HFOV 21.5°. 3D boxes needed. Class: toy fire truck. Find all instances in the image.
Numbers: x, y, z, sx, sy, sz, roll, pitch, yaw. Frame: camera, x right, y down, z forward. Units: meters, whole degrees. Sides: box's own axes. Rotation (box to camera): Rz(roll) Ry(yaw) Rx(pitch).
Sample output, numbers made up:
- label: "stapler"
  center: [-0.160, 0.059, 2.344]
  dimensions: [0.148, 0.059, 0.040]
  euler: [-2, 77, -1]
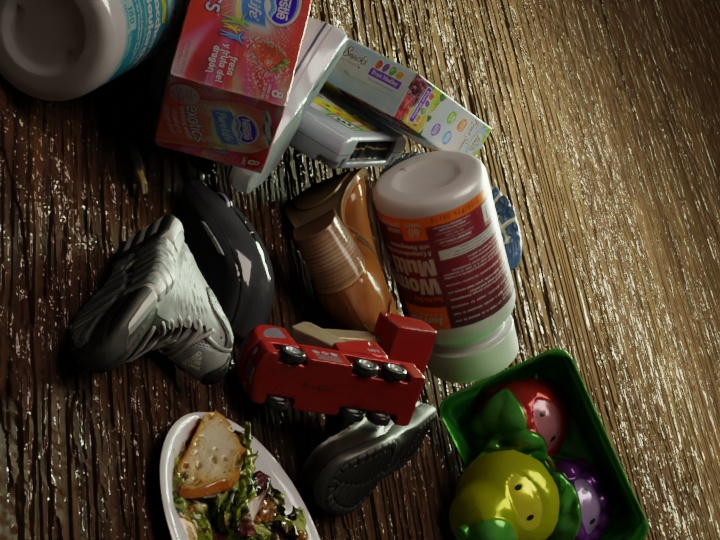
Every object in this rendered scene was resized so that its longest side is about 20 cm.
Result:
- label: "toy fire truck"
  center: [-0.016, 0.072, 1.546]
  dimensions: [0.199, 0.049, 0.141]
  euler: [11, 18, -25]

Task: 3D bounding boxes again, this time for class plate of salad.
- label: "plate of salad"
  center: [-0.072, 0.189, 1.364]
  dimensions: [0.200, 0.048, 0.201]
  euler: [47, 25, -30]

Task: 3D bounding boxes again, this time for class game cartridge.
- label: "game cartridge"
  center: [-0.043, -0.141, 1.753]
  dimensions: [0.133, 0.041, 0.200]
  euler: [28, 12, 13]

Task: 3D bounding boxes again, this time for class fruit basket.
- label: "fruit basket"
  center: [0.158, 0.189, 1.739]
  dimensions: [0.216, 0.155, 0.216]
  euler: [61, 12, -22]

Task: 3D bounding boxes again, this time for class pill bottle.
- label: "pill bottle"
  center: [0.084, -0.002, 1.780]
  dimensions: [0.110, 0.109, 0.201]
  euler: [-76, 154, -59]
- label: "pill bottle"
  center: [-0.204, -0.204, 1.469]
  dimensions: [0.111, 0.110, 0.200]
  euler: [57, 23, -7]

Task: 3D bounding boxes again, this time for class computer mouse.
- label: "computer mouse"
  center: [-0.125, -0.045, 1.530]
  dimensions: [0.140, 0.046, 0.201]
  euler: [26, 40, -55]

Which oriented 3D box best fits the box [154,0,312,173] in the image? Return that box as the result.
- label: "box"
  center: [-0.094, -0.194, 1.521]
  dimensions: [0.094, 0.103, 0.201]
  euler: [16, 58, -7]

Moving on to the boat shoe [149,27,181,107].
- label: "boat shoe"
  center: [-0.136, -0.184, 1.639]
  dimensions: [0.071, 0.070, 0.201]
  euler: [43, 22, -34]

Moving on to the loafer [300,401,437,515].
- label: "loafer"
  center: [-0.006, 0.141, 1.553]
  dimensions: [0.071, 0.073, 0.200]
  euler: [33, 19, 14]

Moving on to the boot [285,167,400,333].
- label: "boot"
  center: [0.000, 0.000, 1.716]
  dimensions: [0.156, 0.076, 0.200]
  euler: [62, 7, -19]

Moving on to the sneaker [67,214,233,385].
- label: "sneaker"
  center: [-0.137, 0.045, 1.367]
  dimensions: [0.116, 0.075, 0.200]
  euler: [56, 22, -17]

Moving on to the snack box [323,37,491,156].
- label: "snack box"
  center: [0.013, -0.179, 1.846]
  dimensions: [0.200, 0.053, 0.142]
  euler: [32, 3, 38]

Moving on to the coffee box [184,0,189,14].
- label: "coffee box"
  center: [-0.198, -0.312, 1.651]
  dimensions: [0.113, 0.080, 0.201]
  euler: [41, 30, -38]

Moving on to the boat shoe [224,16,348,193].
- label: "boat shoe"
  center: [-0.080, -0.146, 1.621]
  dimensions: [0.067, 0.074, 0.200]
  euler: [28, 48, 3]

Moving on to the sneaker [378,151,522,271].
- label: "sneaker"
  center: [0.104, -0.048, 1.915]
  dimensions: [0.200, 0.077, 0.085]
  euler: [42, -11, 44]
